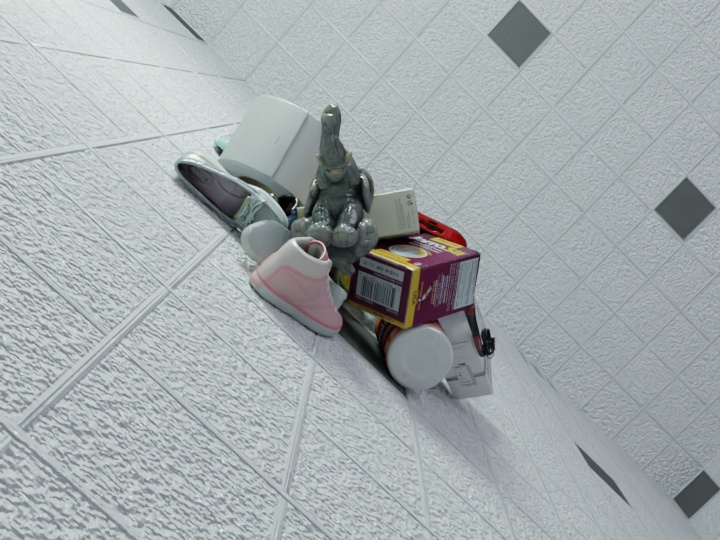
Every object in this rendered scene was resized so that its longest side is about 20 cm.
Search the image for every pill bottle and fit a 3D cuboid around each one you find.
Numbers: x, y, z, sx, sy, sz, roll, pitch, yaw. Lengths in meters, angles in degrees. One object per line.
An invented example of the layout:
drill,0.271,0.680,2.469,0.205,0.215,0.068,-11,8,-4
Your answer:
pill bottle,0.086,0.112,1.457,0.114,0.114,0.200,41,9,-18

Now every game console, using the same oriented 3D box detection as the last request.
game console,0.104,-0.053,1.583,0.198,0.031,0.178,28,-23,15

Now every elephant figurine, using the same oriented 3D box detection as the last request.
elephant figurine,-0.031,-0.120,1.288,0.140,0.155,0.203,14,65,-30

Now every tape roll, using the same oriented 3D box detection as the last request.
tape roll,-0.142,-0.198,1.524,0.200,0.141,0.203,28,-13,7

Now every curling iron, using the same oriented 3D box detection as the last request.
curling iron,0.195,0.062,1.493,0.049,0.025,0.203,-33,103,-55

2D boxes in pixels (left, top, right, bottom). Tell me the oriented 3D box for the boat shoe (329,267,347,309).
boat shoe,-0.056,0.003,1.393,0.074,0.086,0.202,41,10,-21

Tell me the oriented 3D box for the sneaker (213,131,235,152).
sneaker,-0.230,-0.295,1.785,0.078,0.140,0.200,44,8,0

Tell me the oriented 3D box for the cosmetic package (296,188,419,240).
cosmetic package,-0.001,-0.083,1.413,0.105,0.196,0.072,16,65,-87

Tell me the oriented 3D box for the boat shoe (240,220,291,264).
boat shoe,-0.125,-0.027,1.286,0.199,0.063,0.072,16,68,-57

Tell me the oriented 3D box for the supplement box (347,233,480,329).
supplement box,0.092,0.013,1.407,0.130,0.105,0.198,20,21,36

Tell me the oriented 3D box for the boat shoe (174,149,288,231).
boat shoe,-0.202,-0.112,1.310,0.201,0.075,0.065,40,15,-8

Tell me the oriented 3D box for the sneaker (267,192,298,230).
sneaker,-0.126,-0.081,1.441,0.079,0.090,0.200,47,8,20

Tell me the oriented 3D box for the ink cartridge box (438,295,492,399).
ink cartridge box,0.194,0.133,1.614,0.201,0.081,0.148,62,24,-48

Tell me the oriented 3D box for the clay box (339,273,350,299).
clay box,0.000,0.000,1.550,0.047,0.117,0.199,-5,-20,34

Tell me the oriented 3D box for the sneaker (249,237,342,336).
sneaker,-0.064,0.021,1.217,0.200,0.105,0.075,36,9,-49
